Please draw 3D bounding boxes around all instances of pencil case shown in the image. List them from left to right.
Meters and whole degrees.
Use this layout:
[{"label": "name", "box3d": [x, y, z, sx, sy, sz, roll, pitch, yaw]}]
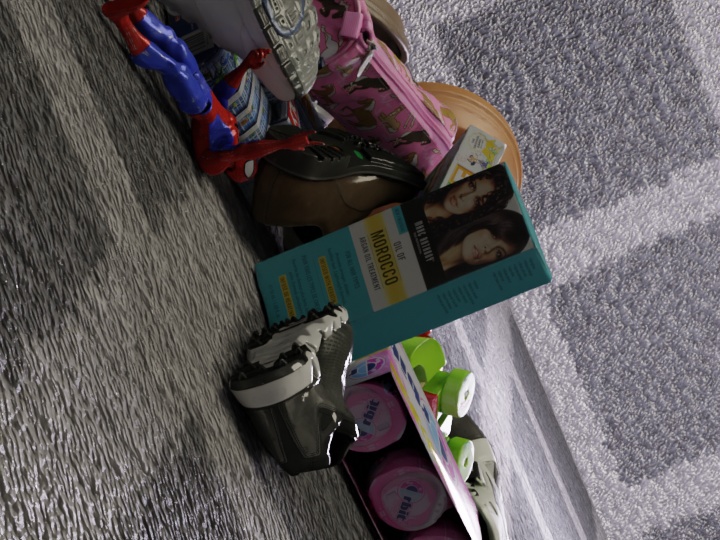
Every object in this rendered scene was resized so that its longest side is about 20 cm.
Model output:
[{"label": "pencil case", "box3d": [0.006, -0.146, 1.620, 0.200, 0.083, 0.087, 46, 17, -53]}]

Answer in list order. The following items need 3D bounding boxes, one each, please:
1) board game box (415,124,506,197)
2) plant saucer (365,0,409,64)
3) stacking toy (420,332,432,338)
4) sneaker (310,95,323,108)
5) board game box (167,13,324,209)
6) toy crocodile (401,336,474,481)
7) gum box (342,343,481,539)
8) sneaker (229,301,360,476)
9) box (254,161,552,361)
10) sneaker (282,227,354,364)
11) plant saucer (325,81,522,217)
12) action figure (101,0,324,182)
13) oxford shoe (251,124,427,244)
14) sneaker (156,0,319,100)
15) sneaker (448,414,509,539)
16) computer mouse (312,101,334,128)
[{"label": "board game box", "box3d": [0.044, -0.018, 1.619, 0.034, 0.135, 0.200, 29, -25, -5]}, {"label": "plant saucer", "box3d": [-0.043, -0.237, 1.787, 0.199, 0.030, 0.200, 26, -9, 4]}, {"label": "stacking toy", "box3d": [0.036, 0.017, 1.947, 0.085, 0.085, 0.201, 51, 23, -65]}, {"label": "sneaker", "box3d": [-0.035, -0.186, 1.749, 0.200, 0.087, 0.074, 34, 67, -29]}, {"label": "board game box", "box3d": [-0.084, -0.142, 1.605, 0.200, 0.061, 0.200, -103, 167, -51]}, {"label": "toy crocodile", "box3d": [0.052, 0.131, 1.675, 0.062, 0.067, 0.201, -53, 150, -44]}, {"label": "gum box", "box3d": [0.032, 0.148, 1.564, 0.114, 0.066, 0.201, -95, 161, -69]}, {"label": "sneaker", "box3d": [-0.035, 0.081, 1.323, 0.200, 0.066, 0.091, -58, 129, -76]}, {"label": "box", "box3d": [0.030, 0.001, 1.466, 0.049, 0.199, 0.083, 57, 13, -54]}, {"label": "sneaker", "box3d": [-0.018, 0.016, 1.574, 0.073, 0.072, 0.200, 55, 14, -32]}, {"label": "plant saucer", "box3d": [0.047, -0.067, 1.771, 0.201, 0.199, 0.038, 62, 3, -35]}, {"label": "action figure", "box3d": [-0.094, -0.135, 1.399, 0.200, 0.099, 0.065, 63, 13, -47]}, {"label": "oxford shoe", "box3d": [-0.022, -0.061, 1.553, 0.073, 0.085, 0.200, 31, 17, 31]}, {"label": "sneaker", "box3d": [-0.102, -0.206, 1.465, 0.200, 0.087, 0.075, 56, 36, -7]}, {"label": "sneaker", "box3d": [0.090, 0.198, 1.800, 0.089, 0.074, 0.201, 55, 14, -65]}, {"label": "computer mouse", "box3d": [-0.041, -0.111, 1.809, 0.109, 0.044, 0.200, 25, -5, 29]}]
